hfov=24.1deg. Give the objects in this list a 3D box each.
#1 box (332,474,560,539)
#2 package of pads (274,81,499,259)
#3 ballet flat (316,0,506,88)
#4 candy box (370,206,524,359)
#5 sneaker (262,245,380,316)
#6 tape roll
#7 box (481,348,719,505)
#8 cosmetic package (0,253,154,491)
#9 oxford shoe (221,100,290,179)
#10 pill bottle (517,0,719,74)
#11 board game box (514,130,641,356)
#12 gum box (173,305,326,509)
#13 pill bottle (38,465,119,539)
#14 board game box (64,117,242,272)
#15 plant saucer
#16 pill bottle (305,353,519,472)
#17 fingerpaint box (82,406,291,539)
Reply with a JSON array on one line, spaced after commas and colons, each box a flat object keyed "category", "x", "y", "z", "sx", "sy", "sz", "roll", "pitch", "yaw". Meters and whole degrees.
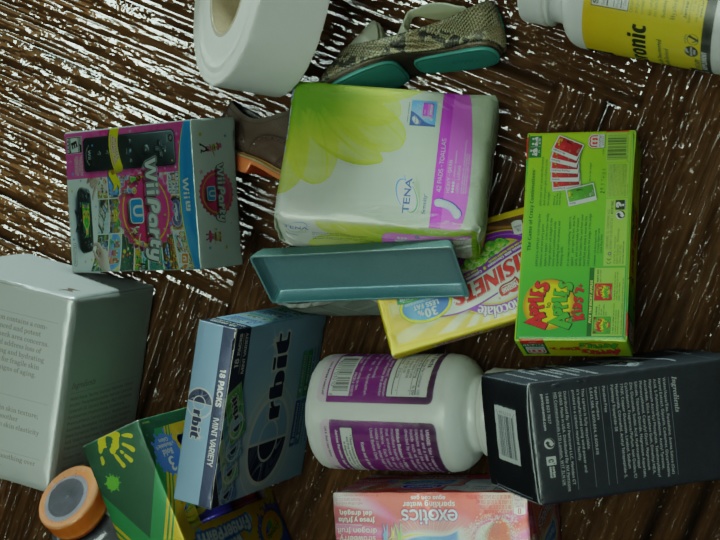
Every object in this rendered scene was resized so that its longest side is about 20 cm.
[{"category": "box", "x": 0.084, "y": 0.249, "z": 1.607, "sx": 0.198, "sy": 0.102, "sz": 0.096, "roll": -3, "pitch": 92, "yaw": 22}, {"category": "package of pads", "x": 0.025, "y": -0.091, "z": 1.577, "sx": 0.198, "sy": 0.068, "sz": 0.156, "roll": 5, "pitch": 66, "yaw": 8}, {"category": "ballet flat", "x": 0.045, "y": -0.215, "z": 1.623, "sx": 0.198, "sy": 0.068, "sz": 0.076, "roll": -14, "pitch": 66, "yaw": 19}, {"category": "candy box", "x": 0.112, "y": 0.007, "z": 1.584, "sx": 0.198, "sy": 0.026, "sz": 0.103, "roll": -17, "pitch": 81, "yaw": 4}, {"category": "sneaker", "x": 0.007, "y": 0.010, "z": 1.648, "sx": 0.198, "sy": 0.079, "sz": 0.075, "roll": 2, "pitch": 76, "yaw": 7}, {"category": "tape roll", "x": -0.095, "y": -0.271, "z": 1.606, "sx": 0.202, "sy": 0.070, "sz": 0.204, "roll": -172, "pitch": 90, "yaw": -67}, {"category": "box", "x": 0.221, "y": 0.133, "z": 1.473, "sx": 0.198, "sy": 0.148, "sz": 0.105, "roll": -6, "pitch": 91, "yaw": -11}, {"category": "cosmetic package", "x": -0.333, "y": 0.101, "z": 1.739, "sx": 0.166, "sy": 0.166, "sz": 0.202, "roll": 13, "pitch": 99, "yaw": 21}, {"category": "oxford shoe", "x": -0.059, "y": -0.120, "z": 1.663, "sx": 0.199, "sy": 0.071, "sz": 0.074, "roll": 15, "pitch": 95, "yaw": 22}, {"category": "pill bottle", "x": 0.246, "y": -0.246, "z": 1.504, "sx": 0.199, "sy": 0.111, "sz": 0.112, "roll": 15, "pitch": 99, "yaw": 22}, {"category": "board game box", "x": 0.199, "y": -0.025, "z": 1.527, "sx": 0.101, "sy": 0.048, "sz": 0.202, "roll": -1, "pitch": 70, "yaw": 17}, {"category": "gum box", "x": -0.104, "y": 0.126, "z": 1.625, "sx": 0.044, "sy": 0.200, "sz": 0.172, "roll": 12, "pitch": 98, "yaw": 21}, {"category": "pill bottle", "x": -0.237, "y": 0.276, "z": 1.683, "sx": 0.105, "sy": 0.200, "sz": 0.107, "roll": -19, "pitch": 45, "yaw": 20}, {"category": "board game box", "x": -0.211, "y": -0.075, "z": 1.702, "sx": 0.199, "sy": 0.064, "sz": 0.149, "roll": -1, "pitch": 94, "yaw": 41}, {"category": "plant saucer", "x": 0.000, "y": 0.000, "z": 1.559, "sx": 0.198, "sy": 0.070, "sz": 0.019, "roll": -3, "pitch": 48, "yaw": 19}, {"category": "pill bottle", "x": 0.057, "y": 0.135, "z": 1.606, "sx": 0.198, "sy": 0.112, "sz": 0.113, "roll": -1, "pitch": 93, "yaw": 23}, {"category": "fingerpaint box", "x": -0.164, "y": 0.222, "z": 1.656, "sx": 0.073, "sy": 0.200, "sz": 0.168, "roll": -25, "pitch": 83, "yaw": 22}]
